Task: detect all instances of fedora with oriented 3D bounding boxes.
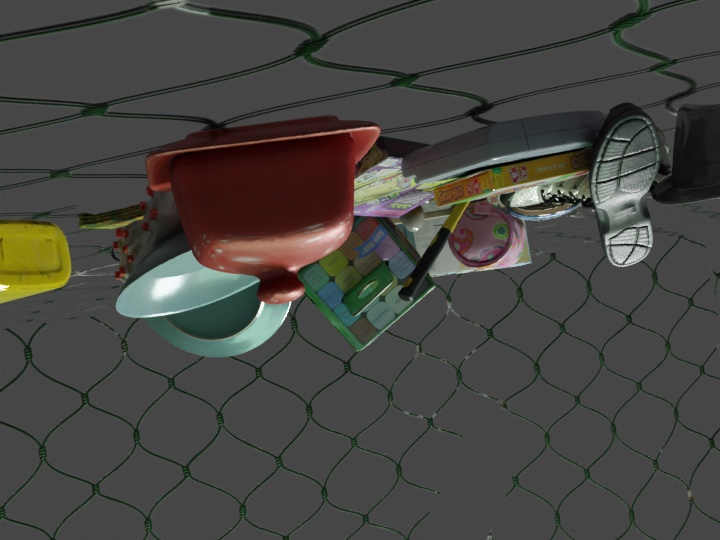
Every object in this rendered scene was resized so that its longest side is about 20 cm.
[{"bbox_3d":[0.379,-0.135,1.158,0.176,0.091,0.199,-9,-171,42],"label":"fedora"}]

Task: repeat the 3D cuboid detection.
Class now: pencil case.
[{"bbox_3d":[0.163,-0.044,1.444,0.087,0.088,0.200,-10,179,14],"label":"pencil case"}]

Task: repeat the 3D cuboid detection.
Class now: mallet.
[{"bbox_3d":[0.104,-0.050,1.252,0.041,0.201,0.066,43,149,-26],"label":"mallet"}]

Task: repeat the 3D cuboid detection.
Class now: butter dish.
[{"bbox_3d":[-0.080,-0.044,1.002,0.198,0.149,0.199,-9,177,-9],"label":"butter dish"}]

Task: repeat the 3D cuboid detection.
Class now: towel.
[{"bbox_3d":[-0.208,-0.073,1.266,0.198,0.018,0.086,-11,179,18],"label":"towel"}]

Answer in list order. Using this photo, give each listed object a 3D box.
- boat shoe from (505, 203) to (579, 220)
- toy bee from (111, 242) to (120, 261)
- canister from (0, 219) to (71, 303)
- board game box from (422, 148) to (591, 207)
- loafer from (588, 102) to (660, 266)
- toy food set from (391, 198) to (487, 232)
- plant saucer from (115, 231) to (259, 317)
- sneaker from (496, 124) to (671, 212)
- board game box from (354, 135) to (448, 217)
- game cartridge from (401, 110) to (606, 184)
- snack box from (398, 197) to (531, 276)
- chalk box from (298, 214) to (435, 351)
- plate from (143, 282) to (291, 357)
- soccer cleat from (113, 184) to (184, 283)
[{"bbox_3d":[0.268,-0.119,1.374,0.199,0.073,0.072,-20,170,-1],"label":"boat shoe"},{"bbox_3d":[-0.189,-0.018,1.420,0.198,0.109,0.131,-2,-138,13],"label":"toy bee"},{"bbox_3d":[-0.445,0.002,1.280,0.199,0.087,0.148,-13,175,27],"label":"canister"},{"bbox_3d":[0.166,-0.097,1.163,0.199,0.030,0.095,-11,178,-32],"label":"board game box"},{"bbox_3d":[0.257,-0.091,1.144,0.071,0.063,0.201,-15,135,-1],"label":"loafer"},{"bbox_3d":[0.103,-0.089,1.422,0.142,0.061,0.200,-9,176,-3],"label":"toy food set"},{"bbox_3d":[-0.163,-0.010,1.184,0.200,0.039,0.201,-21,166,-5],"label":"plant saucer"},{"bbox_3d":[0.251,-0.098,1.279,0.199,0.088,0.076,-17,158,13],"label":"sneaker"},{"bbox_3d":[0.031,-0.095,1.199,0.120,0.032,0.199,-34,164,27],"label":"board game box"},{"bbox_3d":[0.152,-0.123,1.121,0.199,0.042,0.133,-13,176,-45],"label":"game cartridge"},{"bbox_3d":[0.145,-0.056,1.584,0.199,0.117,0.037,-6,175,-32],"label":"snack box"},{"bbox_3d":[0.000,0.000,1.339,0.124,0.124,0.200,-40,-169,5],"label":"chalk box"},{"bbox_3d":[-0.179,0.017,1.345,0.198,0.202,0.026,-10,-157,10],"label":"plate"},{"bbox_3d":[-0.210,-0.034,1.215,0.077,0.070,0.200,2,157,-27],"label":"soccer cleat"}]
